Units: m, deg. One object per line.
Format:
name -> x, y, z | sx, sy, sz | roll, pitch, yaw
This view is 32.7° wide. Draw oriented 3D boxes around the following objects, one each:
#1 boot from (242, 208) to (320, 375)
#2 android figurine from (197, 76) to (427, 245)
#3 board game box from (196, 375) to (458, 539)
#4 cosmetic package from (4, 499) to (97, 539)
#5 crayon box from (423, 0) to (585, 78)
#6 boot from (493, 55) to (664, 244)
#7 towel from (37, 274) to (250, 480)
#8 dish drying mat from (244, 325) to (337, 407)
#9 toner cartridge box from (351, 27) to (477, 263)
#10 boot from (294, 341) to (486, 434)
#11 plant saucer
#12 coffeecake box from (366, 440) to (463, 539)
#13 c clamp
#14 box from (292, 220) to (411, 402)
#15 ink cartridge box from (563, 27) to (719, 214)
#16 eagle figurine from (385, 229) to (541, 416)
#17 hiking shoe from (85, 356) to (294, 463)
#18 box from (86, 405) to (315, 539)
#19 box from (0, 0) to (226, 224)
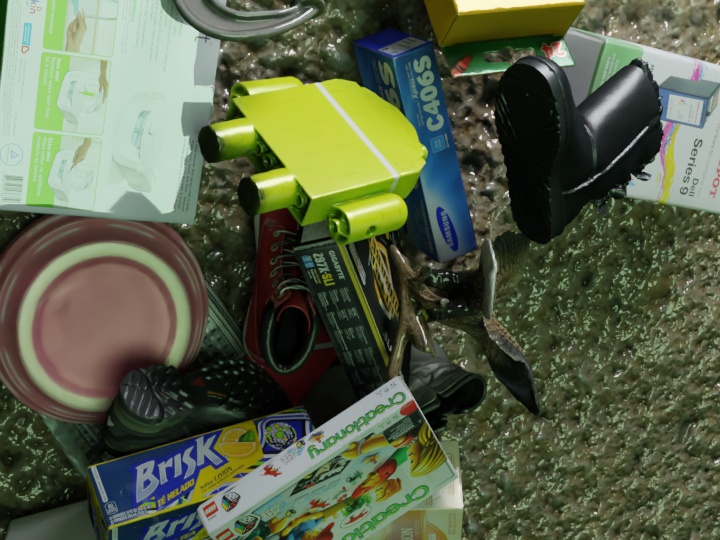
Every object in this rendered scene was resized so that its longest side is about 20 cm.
boot -> -0.057, -0.011, 1.080 | 0.072, 0.144, 0.202 | 9, 88, -11
android figurine -> -0.030, -0.099, 1.009 | 0.199, 0.182, 0.041 | -18, 147, -40
board game box -> -0.024, 0.186, 1.034 | 0.199, 0.035, 0.127 | -33, 135, -2
cosmetic package -> -0.224, 0.324, 1.086 | 0.165, 0.201, 0.169 | -16, 117, 3
crayon box -> 0.112, -0.268, 1.062 | 0.126, 0.051, 0.202 | -9, 69, -20
boot -> 0.199, -0.132, 1.071 | 0.162, 0.073, 0.200 | -36, 137, -25
towel -> -0.203, 0.095, 1.132 | 0.199, 0.035, 0.194 | -35, 118, -8
dish drying mat -> -0.100, 0.128, 1.163 | 0.201, 0.018, 0.077 | -51, 124, -9
toner cartridge box -> 0.050, -0.115, 1.133 | 0.043, 0.095, 0.202 | -21, 115, -14
boot -> 0.014, 0.131, 1.182 | 0.199, 0.131, 0.068 | -30, 119, -10
plant saucer -> -0.225, 0.043, 1.067 | 0.198, 0.051, 0.203 | -7, 108, -21
coffeecake box -> -0.005, 0.232, 1.169 | 0.197, 0.074, 0.154 | -2, 144, 1
c clamp -> -0.082, -0.265, 0.990 | 0.169, 0.202, 0.027 | -1, 151, -19
box -> 0.000, 0.000, 1.097 | 0.049, 0.161, 0.201 | -11, 128, 13
ink cartridge box -> 0.284, -0.148, 1.228 | 0.198, 0.087, 0.147 | 8, 104, -27
eagle figurine -> 0.106, 0.036, 1.099 | 0.199, 0.151, 0.153 | 14, 112, -38
hiking shoe -> -0.148, 0.134, 1.094 | 0.199, 0.076, 0.101 | 9, 133, -44
box -> -0.130, 0.183, 1.046 | 0.198, 0.065, 0.070 | -14, 141, -23
box -> -0.213, -0.150, 1.006 | 0.175, 0.097, 0.202 | 2, 107, -25
